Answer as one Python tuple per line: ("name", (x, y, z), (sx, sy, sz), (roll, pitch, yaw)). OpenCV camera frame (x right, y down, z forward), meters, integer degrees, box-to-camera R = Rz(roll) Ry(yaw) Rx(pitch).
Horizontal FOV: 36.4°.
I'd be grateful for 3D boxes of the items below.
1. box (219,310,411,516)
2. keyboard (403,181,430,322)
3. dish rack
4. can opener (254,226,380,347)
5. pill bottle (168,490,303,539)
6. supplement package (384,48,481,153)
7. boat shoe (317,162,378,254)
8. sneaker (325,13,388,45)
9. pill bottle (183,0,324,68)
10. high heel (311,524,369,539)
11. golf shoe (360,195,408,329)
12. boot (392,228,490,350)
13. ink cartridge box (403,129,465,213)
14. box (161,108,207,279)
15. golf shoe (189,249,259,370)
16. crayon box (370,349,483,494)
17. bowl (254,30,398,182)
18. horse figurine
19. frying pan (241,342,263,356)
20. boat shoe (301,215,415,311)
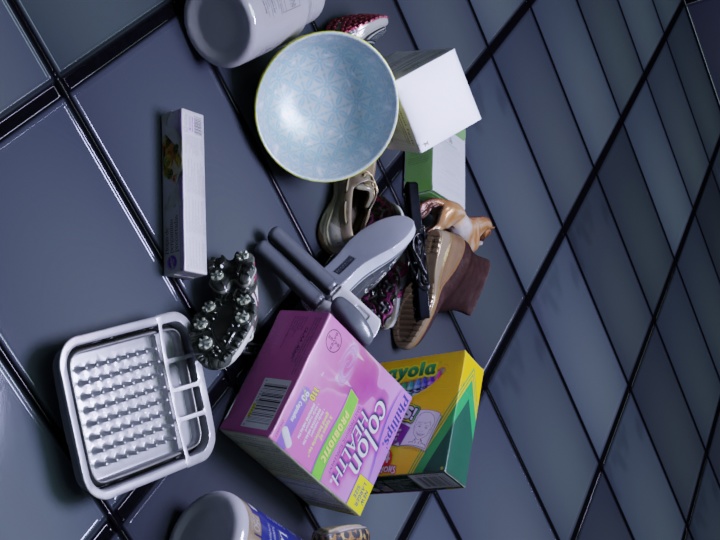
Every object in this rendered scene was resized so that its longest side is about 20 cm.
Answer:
("box", (-0.051, 0.181, 1.393), (0.200, 0.096, 0.178), (48, 58, -37))
("keyboard", (0.069, -0.029, 1.579), (0.104, 0.039, 0.204), (137, -52, -79))
("dish rack", (-0.250, 0.145, 1.199), (0.199, 0.043, 0.175), (-14, 93, -55))
("can opener", (-0.052, 0.020, 1.420), (0.200, 0.067, 0.053), (42, 68, 8))
("pill bottle", (-0.120, 0.345, 1.265), (0.200, 0.114, 0.117), (43, 48, -40))
("supplement package", (0.071, -0.249, 1.606), (0.109, 0.200, 0.115), (-30, 109, -15))
("boat shoe", (-0.004, -0.113, 1.598), (0.072, 0.064, 0.202), (48, 45, -36))
("sneaker", (-0.023, -0.326, 1.629), (0.200, 0.080, 0.076), (-46, 132, -41))
("pill bottle", (-0.132, -0.347, 1.440), (0.200, 0.113, 0.116), (-41, 113, -52))
("high heel", (-0.018, 0.399, 1.385), (0.200, 0.070, 0.145), (64, 21, -70))
("golf shoe", (0.048, -0.006, 1.635), (0.092, 0.072, 0.203), (27, 59, -50))
("boot", (0.135, 0.047, 1.718), (0.166, 0.072, 0.203), (31, 76, -49))
("ink cartridge box", (0.124, -0.203, 1.807), (0.103, 0.059, 0.204), (25, 61, -50))
("box", (-0.213, -0.092, 1.320), (0.041, 0.038, 0.204), (10, 72, -51))
("golf shoe", (-0.148, 0.061, 1.304), (0.201, 0.076, 0.089), (-84, 164, -55))
("crayon box", (0.060, 0.208, 1.482), (0.058, 0.198, 0.175), (41, 49, -40))
("bowl", (-0.055, -0.231, 1.503), (0.202, 0.198, 0.108), (62, -4, -22))
("horse figurine", (0.142, -0.060, 1.766), (0.199, 0.050, 0.134), (37, 84, -42))
("frying pan", (-0.097, 0.096, 1.445), (0.190, 0.031, 0.116), (46, 45, -42))
("boat shoe", (0.000, 0.000, 1.509), (0.199, 0.068, 0.057), (-40, 135, -20))
